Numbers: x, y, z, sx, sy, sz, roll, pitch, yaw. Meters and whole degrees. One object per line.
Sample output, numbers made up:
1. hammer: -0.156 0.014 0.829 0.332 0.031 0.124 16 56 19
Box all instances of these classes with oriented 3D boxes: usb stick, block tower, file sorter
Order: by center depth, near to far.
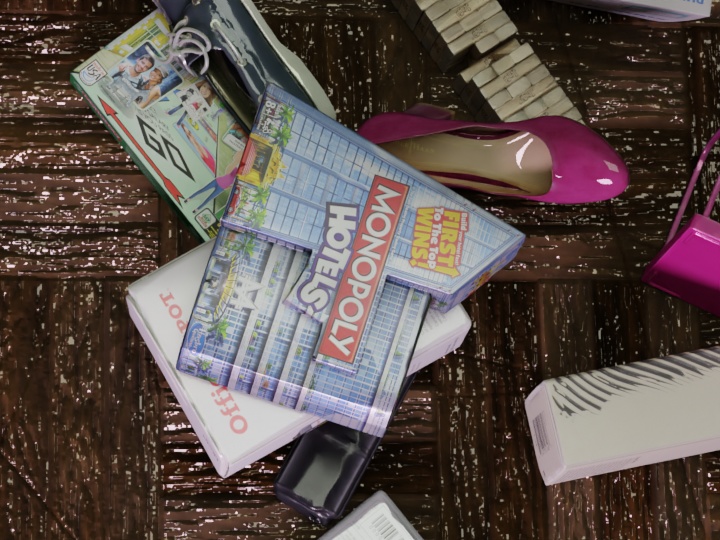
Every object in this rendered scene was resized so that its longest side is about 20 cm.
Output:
1. usb stick: 0.003 0.088 1.752 0.055 0.033 0.200 27 76 7
2. file sorter: 0.333 -0.023 1.764 0.200 0.139 0.126 25 73 -1
3. block tower: 0.093 -0.158 1.806 0.058 0.054 0.200 -33 84 -12

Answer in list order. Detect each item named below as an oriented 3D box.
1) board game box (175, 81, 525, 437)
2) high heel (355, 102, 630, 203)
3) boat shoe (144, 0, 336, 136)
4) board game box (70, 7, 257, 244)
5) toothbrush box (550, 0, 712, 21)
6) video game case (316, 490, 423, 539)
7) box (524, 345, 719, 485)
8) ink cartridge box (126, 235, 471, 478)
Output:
1. board game box: 0.000 0.000 1.639 0.200 0.062 0.200 17 75 0
2. high heel: 0.088 -0.073 1.730 0.096 0.200 0.068 -32 125 -48
3. boat shoe: -0.104 -0.160 1.746 0.062 0.075 0.200 -42 95 -25
4. board game box: -0.100 -0.105 1.784 0.135 0.029 0.200 -38 84 -12
5. toothbrush box: 0.192 -0.294 1.798 0.146 0.085 0.200 9 91 -18
6. video game case: 0.008 0.288 1.713 0.182 0.024 0.200 -38 85 -13
7. box: 0.226 0.099 1.752 0.200 0.082 0.068 -11 78 -10
8. ink cartridge box: -0.045 0.033 1.702 0.200 0.086 0.148 -29 81 -9
